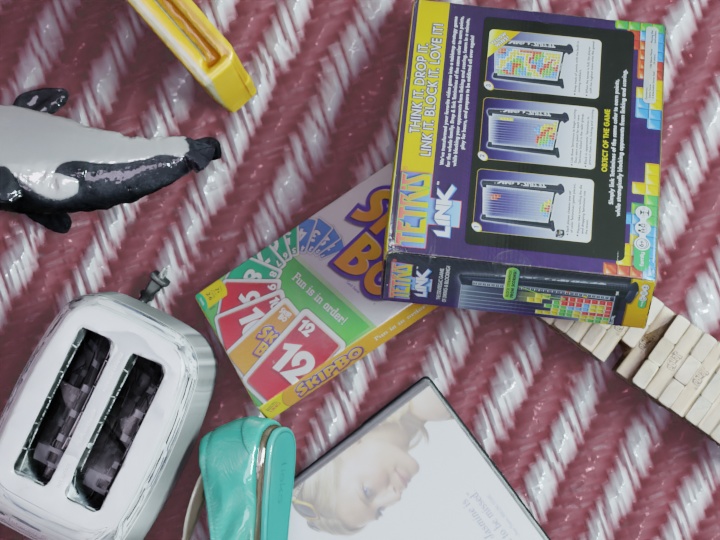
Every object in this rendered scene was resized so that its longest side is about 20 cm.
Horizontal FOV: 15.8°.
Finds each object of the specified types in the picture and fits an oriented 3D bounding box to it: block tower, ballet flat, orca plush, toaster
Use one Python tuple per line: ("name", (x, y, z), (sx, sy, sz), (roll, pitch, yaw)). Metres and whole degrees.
("block tower", (0.176, 0.042, 1.645), (0.199, 0.054, 0.058), (37, 90, 2))
("ballet flat", (-0.078, 0.192, 1.627), (0.070, 0.067, 0.202), (-1, 86, 26))
("orca plush", (-0.187, -0.061, 1.664), (0.198, 0.071, 0.106), (-6, 43, -4))
("toaster", (-0.159, 0.091, 1.611), (0.113, 0.129, 0.201), (27, 88, 1))

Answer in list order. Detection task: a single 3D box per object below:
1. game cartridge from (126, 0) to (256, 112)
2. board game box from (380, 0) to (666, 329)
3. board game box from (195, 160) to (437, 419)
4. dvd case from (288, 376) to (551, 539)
("game cartridge", (-0.133, -0.177, 1.586), (0.032, 0.200, 0.176), (-41, 88, 2))
("board game box", (0.103, -0.068, 1.605), (0.164, 0.057, 0.201), (6, 55, 2))
("board game box", (0.000, 0.000, 1.639), (0.199, 0.030, 0.096), (-33, 61, 2))
("dvd case", (0.007, 0.184, 1.659), (0.200, 0.018, 0.143), (-37, 88, 0))
